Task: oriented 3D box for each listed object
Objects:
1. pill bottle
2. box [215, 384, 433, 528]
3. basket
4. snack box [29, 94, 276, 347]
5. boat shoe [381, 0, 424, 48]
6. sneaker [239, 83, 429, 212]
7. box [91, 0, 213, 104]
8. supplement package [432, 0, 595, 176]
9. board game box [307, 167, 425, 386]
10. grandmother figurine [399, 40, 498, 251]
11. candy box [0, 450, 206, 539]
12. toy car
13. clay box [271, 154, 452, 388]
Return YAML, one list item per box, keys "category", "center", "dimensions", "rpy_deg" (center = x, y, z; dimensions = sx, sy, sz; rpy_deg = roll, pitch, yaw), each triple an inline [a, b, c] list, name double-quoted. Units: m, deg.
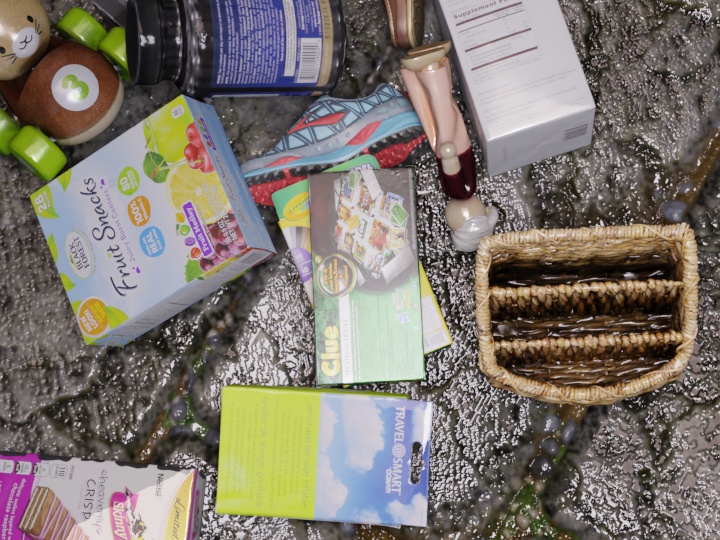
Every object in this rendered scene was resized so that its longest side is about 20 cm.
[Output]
- category: "pill bottle"
  center: [-0.121, -0.223, 1.306]
  dimensions: [0.198, 0.112, 0.113]
  rpy_deg: [-3, 74, -19]
- category: "box"
  center: [-0.033, 0.172, 1.271]
  dimensions: [0.198, 0.048, 0.123]
  rpy_deg: [3, 91, 6]
- category: "basket"
  center: [0.204, 0.046, 1.241]
  dimensions: [0.198, 0.149, 0.144]
  rpy_deg: [-2, 76, 4]
- category: "snack box"
  center: [-0.203, -0.044, 1.315]
  dimensions: [0.199, 0.068, 0.170]
  rpy_deg: [-31, 74, 19]
- category: "boat shoe"
  center: [0.025, -0.313, 1.392]
  dimensions: [0.067, 0.072, 0.202]
  rpy_deg: [-11, 69, 8]
- category: "sneaker"
  center: [-0.035, -0.125, 1.356]
  dimensions: [0.199, 0.080, 0.096]
  rpy_deg: [-19, 58, -4]
- category: "box"
  center: [-0.154, -0.297, 1.411]
  dimensions: [0.157, 0.050, 0.200]
  rpy_deg: [40, 83, 13]
- category: "supplement package"
  center: [0.146, -0.214, 1.329]
  dimensions: [0.109, 0.114, 0.201]
  rpy_deg: [-17, 75, 2]
- category: "board game box"
  center: [0.005, 0.006, 1.275]
  dimensions: [0.104, 0.023, 0.202]
  rpy_deg: [-2, 83, 0]
- category: "grandmother figurine"
  center: [0.087, -0.115, 1.305]
  dimensions: [0.060, 0.121, 0.202]
  rpy_deg: [-8, 107, 24]
- category: "candy box"
  center: [-0.253, 0.248, 1.279]
  dimensions: [0.198, 0.061, 0.138]
  rpy_deg: [4, 76, 6]
- category: "toy car"
  center: [-0.332, -0.220, 1.316]
  dimensions: [0.157, 0.200, 0.165]
  rpy_deg: [29, 73, 40]
- category: "clay box"
  center: [0.000, 0.000, 1.312]
  dimensions: [0.114, 0.048, 0.201]
  rpy_deg: [-21, 82, 0]
